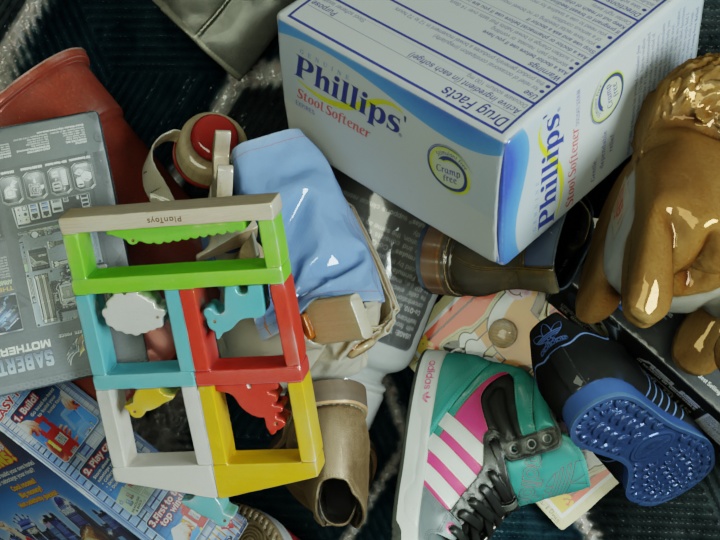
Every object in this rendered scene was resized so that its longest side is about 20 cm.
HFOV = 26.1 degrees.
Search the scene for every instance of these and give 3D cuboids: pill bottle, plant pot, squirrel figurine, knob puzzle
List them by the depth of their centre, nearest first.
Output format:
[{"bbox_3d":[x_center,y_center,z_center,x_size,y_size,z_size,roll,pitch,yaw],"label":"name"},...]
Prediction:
[{"bbox_3d":[0.246,-0.028,0.921,0.185,0.142,0.201,16,80,-4],"label":"squirrel figurine"},{"bbox_3d":[-0.190,-0.011,1.056,0.195,0.201,0.201,44,94,-1],"label":"plant pot"},{"bbox_3d":[0.000,0.000,1.060,0.112,0.113,0.201,22,91,8],"label":"pill bottle"},{"bbox_3d":[0.153,0.050,1.079,0.218,0.030,0.222,0,88,8],"label":"knob puzzle"}]

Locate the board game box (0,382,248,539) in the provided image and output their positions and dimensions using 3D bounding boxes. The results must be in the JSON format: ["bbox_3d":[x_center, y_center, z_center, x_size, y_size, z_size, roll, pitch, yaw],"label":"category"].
[{"bbox_3d":[-0.210,0.141,1.042,0.199,0.062,0.200,-24,114,46],"label":"board game box"}]

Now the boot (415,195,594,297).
[{"bbox_3d":[0.126,-0.048,1.017,0.096,0.075,0.200,9,46,37],"label":"boot"}]

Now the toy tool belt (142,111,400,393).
[{"bbox_3d":[-0.051,-0.030,0.950,0.124,0.123,0.201,-21,75,-22],"label":"toy tool belt"}]

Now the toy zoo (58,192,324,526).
[{"bbox_3d":[-0.094,0.057,0.905,0.130,0.020,0.201,-4,110,15],"label":"toy zoo"}]

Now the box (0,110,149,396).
[{"bbox_3d":[-0.239,0.000,0.934,0.199,0.051,0.159,-13,94,-11],"label":"box"}]

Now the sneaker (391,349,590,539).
[{"bbox_3d":[0.089,0.146,1.014,0.120,0.084,0.201,1,61,14],"label":"sneaker"}]

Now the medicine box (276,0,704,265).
[{"bbox_3d":[0.081,-0.130,0.964,0.182,0.103,0.200,32,56,30],"label":"medicine box"}]

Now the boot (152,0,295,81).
[{"bbox_3d":[-0.031,-0.218,1.093,0.182,0.073,0.200,39,87,21],"label":"boot"}]

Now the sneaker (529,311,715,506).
[{"bbox_3d":[0.169,0.089,1.003,0.070,0.200,0.078,-33,54,11],"label":"sneaker"}]

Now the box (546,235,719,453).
[{"bbox_3d":[0.252,0.017,1.022,0.200,0.086,0.164,42,80,7],"label":"box"}]

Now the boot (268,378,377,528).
[{"bbox_3d":[-0.022,0.140,1.015,0.073,0.200,0.076,-7,67,-2],"label":"boot"}]

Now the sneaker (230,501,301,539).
[{"bbox_3d":[-0.017,0.225,1.086,0.199,0.112,0.072,30,101,39],"label":"sneaker"}]
